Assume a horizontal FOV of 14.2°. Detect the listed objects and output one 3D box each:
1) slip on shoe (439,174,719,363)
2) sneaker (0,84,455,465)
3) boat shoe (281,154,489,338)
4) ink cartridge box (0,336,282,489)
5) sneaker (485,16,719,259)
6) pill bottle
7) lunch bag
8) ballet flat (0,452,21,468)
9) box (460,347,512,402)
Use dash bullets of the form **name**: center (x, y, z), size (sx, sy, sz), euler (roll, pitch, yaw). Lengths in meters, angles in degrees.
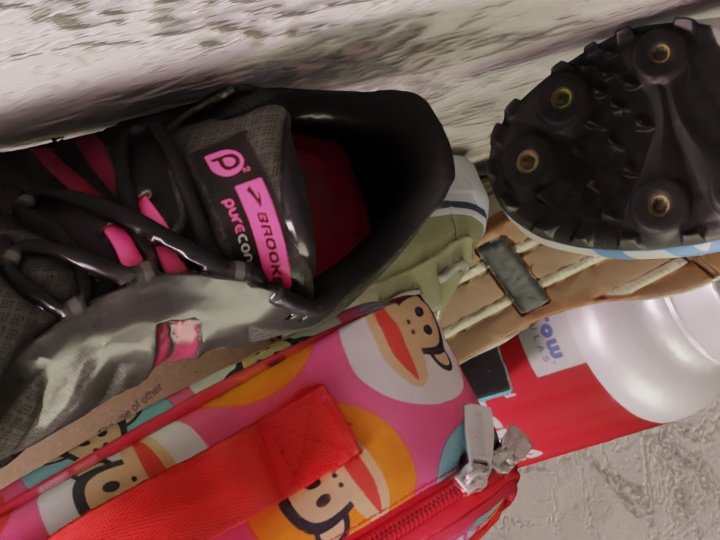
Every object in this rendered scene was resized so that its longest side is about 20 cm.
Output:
- **slip on shoe**: center (0.073, -0.017, 1.094), size (0.199, 0.076, 0.061), euler (-26, -146, 13)
- **sneaker**: center (-0.055, -0.007, 0.658), size (0.084, 0.077, 0.200), euler (-29, 179, 44)
- **boat shoe**: center (0.000, 0.000, 0.962), size (0.072, 0.062, 0.200), euler (-18, 177, 17)
- **ink cartridge box**: center (-0.113, 0.070, 1.006), size (0.165, 0.075, 0.200), euler (-40, 180, -13)
- **sneaker**: center (0.133, -0.045, 0.816), size (0.199, 0.072, 0.073), euler (-17, 161, -1)
- **pill bottle**: center (0.088, 0.019, 1.234), size (0.199, 0.113, 0.112), euler (-20, 174, 38)
- **lunch bag**: center (-0.057, 0.078, 0.762), size (0.199, 0.082, 0.176), euler (-29, 174, -12)
- **ballet flat**: center (-0.149, 0.058, 0.810), size (0.199, 0.075, 0.074), euler (-32, -175, -32)
- **box**: center (-0.047, 0.038, 1.152), size (0.199, 0.083, 0.049), euler (-15, 177, -14)
